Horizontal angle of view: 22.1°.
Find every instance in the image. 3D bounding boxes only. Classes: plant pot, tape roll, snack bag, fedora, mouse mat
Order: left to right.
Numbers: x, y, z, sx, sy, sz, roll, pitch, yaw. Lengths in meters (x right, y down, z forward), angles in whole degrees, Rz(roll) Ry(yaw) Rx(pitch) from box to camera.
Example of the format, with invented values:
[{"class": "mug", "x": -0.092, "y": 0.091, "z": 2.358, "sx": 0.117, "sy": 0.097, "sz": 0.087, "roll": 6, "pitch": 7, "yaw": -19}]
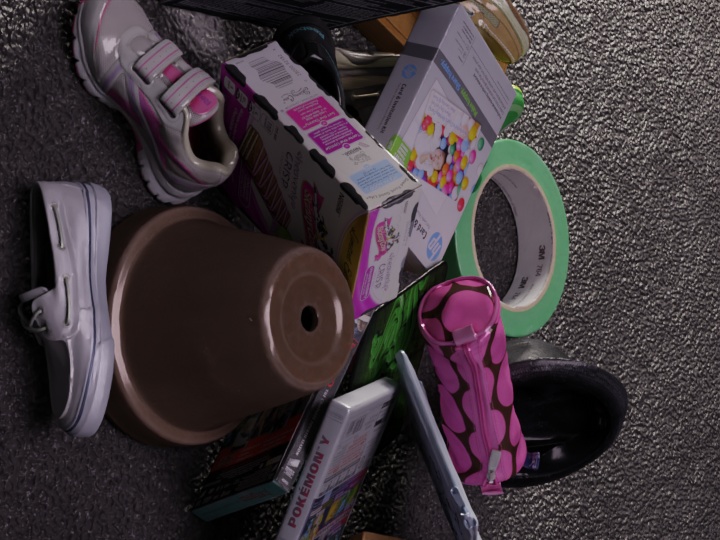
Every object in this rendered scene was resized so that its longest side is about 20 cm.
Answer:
[{"class": "plant pot", "x": -0.101, "y": 0.042, "z": 1.496, "sx": 0.199, "sy": 0.173, "sz": 0.203, "roll": 8, "pitch": 80, "yaw": -50}, {"class": "mouse mat", "x": 0.022, "y": 0.099, "z": 1.671, "sx": 0.161, "sy": 0.007, "sz": 0.202, "roll": -34, "pitch": 143, "yaw": -55}, {"class": "snack bag", "x": 0.077, "y": 0.181, "z": 1.660, "sx": 0.200, "sy": 0.021, "sz": 0.190, "roll": 75, "pitch": -6, "yaw": -61}, {"class": "tape roll", "x": 0.140, "y": -0.031, "z": 1.885, "sx": 0.199, "sy": 0.048, "sz": 0.203, "roll": 8, "pitch": 80, "yaw": -49}, {"class": "fedora", "x": 0.164, "y": 0.129, "z": 1.848, "sx": 0.200, "sy": 0.200, "sz": 0.092, "roll": 41, "pitch": 21, "yaw": -39}]

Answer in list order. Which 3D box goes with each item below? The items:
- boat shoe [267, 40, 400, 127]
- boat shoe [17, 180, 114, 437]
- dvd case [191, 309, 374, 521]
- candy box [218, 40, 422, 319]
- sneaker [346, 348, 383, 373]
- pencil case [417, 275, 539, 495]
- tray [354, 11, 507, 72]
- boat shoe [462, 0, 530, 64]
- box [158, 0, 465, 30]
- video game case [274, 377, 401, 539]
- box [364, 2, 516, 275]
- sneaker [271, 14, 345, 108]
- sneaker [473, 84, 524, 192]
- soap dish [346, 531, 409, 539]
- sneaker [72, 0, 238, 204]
[{"class": "boat shoe", "x": -0.012, "y": -0.169, "z": 1.709, "sx": 0.199, "sy": 0.074, "sz": 0.074, "roll": 1, "pitch": 98, "yaw": -40}, {"class": "boat shoe", "x": -0.235, "y": 0.028, "z": 1.430, "sx": 0.066, "sy": 0.073, "sz": 0.202, "roll": 8, "pitch": 71, "yaw": -34}, {"class": "dvd case", "x": -0.063, "y": 0.113, "z": 1.559, "sx": 0.022, "sy": 0.146, "sz": 0.201, "roll": 36, "pitch": 57, "yaw": -19}, {"class": "candy box", "x": -0.042, "y": -0.074, "z": 1.525, "sx": 0.061, "sy": 0.200, "sz": 0.137, "roll": -27, "pitch": 147, "yaw": -31}, {"class": "sneaker", "x": 0.000, "y": 0.000, "z": 1.686, "sx": 0.073, "sy": 0.086, "sz": 0.202, "roll": 17, "pitch": 73, "yaw": -48}, {"class": "pencil case", "x": 0.105, "y": 0.107, "z": 1.688, "sx": 0.094, "sy": 0.090, "sz": 0.201, "roll": -80, "pitch": 160, "yaw": -51}, {"class": "tray", "x": 0.075, "y": -0.233, "z": 1.835, "sx": 0.200, "sy": 0.037, "sz": 0.099, "roll": 40, "pitch": 58, "yaw": -41}, {"class": "boat shoe", "x": 0.086, "y": -0.256, "z": 1.783, "sx": 0.200, "sy": 0.071, "sz": 0.077, "roll": 42, "pitch": 71, "yaw": -31}, {"class": "box", "x": -0.038, "y": -0.288, "z": 1.583, "sx": 0.199, "sy": 0.197, "sz": 0.125, "roll": 3, "pitch": 84, "yaw": -50}, {"class": "video game case", "x": -0.027, "y": 0.186, "z": 1.568, "sx": 0.200, "sy": 0.023, "sz": 0.184, "roll": -10, "pitch": 122, "yaw": -77}, {"class": "box", "x": 0.063, "y": -0.119, "z": 1.660, "sx": 0.201, "sy": 0.041, "sz": 0.156, "roll": -63, "pitch": 146, "yaw": -16}, {"class": "sneaker", "x": -0.049, "y": -0.118, "z": 1.611, "sx": 0.075, "sy": 0.079, "sz": 0.202, "roll": -8, "pitch": 116, "yaw": -9}, {"class": "sneaker", "x": 0.094, "y": -0.112, "z": 1.791, "sx": 0.199, "sy": 0.083, "sz": 0.074, "roll": -37, "pitch": 158, "yaw": -31}, {"class": "soap dish", "x": 0.043, "y": 0.333, "z": 1.710, "sx": 0.199, "sy": 0.081, "sz": 0.159, "roll": 20, "pitch": 72, "yaw": -47}, {"class": "sneaker", "x": -0.159, "y": -0.148, "z": 1.510, "sx": 0.082, "sy": 0.088, "sz": 0.201, "roll": -54, "pitch": 125, "yaw": -37}]
